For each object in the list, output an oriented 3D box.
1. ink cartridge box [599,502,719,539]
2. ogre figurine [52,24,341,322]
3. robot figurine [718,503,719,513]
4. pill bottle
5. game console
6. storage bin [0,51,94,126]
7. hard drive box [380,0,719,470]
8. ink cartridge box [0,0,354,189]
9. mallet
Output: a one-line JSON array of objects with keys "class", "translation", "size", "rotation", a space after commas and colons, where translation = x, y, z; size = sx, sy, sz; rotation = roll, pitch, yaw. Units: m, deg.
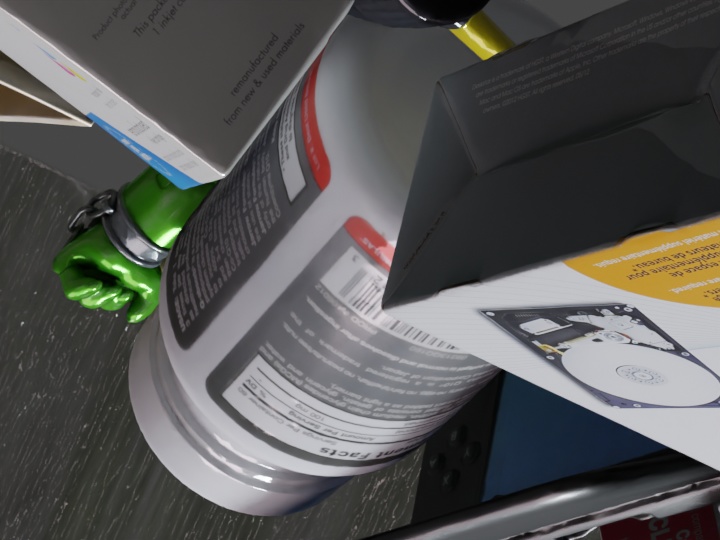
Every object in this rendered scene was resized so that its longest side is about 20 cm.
[{"class": "ink cartridge box", "translation": [0.210, 0.125, 1.073], "size": [0.083, 0.200, 0.145], "rotation": [-93, -20, -56]}, {"class": "ogre figurine", "translation": [-0.007, -0.030, 1.069], "size": [0.200, 0.098, 0.120], "rotation": [16, 136, -23]}, {"class": "robot figurine", "translation": [0.193, 0.150, 0.969], "size": [0.200, 0.170, 0.113], "rotation": [25, 173, -18]}, {"class": "pill bottle", "translation": [0.000, 0.000, 0.934], "size": [0.116, 0.116, 0.200], "rotation": [25, 142, -14]}, {"class": "game console", "translation": [0.059, 0.047, 1.008], "size": [0.116, 0.176, 0.200], "rotation": [33, 144, -32]}, {"class": "storage bin", "translation": [-0.190, -0.137, 1.005], "size": [0.198, 0.094, 0.200], "rotation": [25, 176, -18]}, {"class": "hard drive box", "translation": [0.134, 0.002, 0.748], "size": [0.200, 0.077, 0.156], "rotation": [25, 157, -27]}, {"class": "ink cartridge box", "translation": [-0.106, -0.110, 0.803], "size": [0.200, 0.067, 0.116], "rotation": [37, 174, -7]}, {"class": "mallet", "translation": [0.060, -0.046, 0.833], "size": [0.200, 0.041, 0.066], "rotation": [43, 170, -32]}]
